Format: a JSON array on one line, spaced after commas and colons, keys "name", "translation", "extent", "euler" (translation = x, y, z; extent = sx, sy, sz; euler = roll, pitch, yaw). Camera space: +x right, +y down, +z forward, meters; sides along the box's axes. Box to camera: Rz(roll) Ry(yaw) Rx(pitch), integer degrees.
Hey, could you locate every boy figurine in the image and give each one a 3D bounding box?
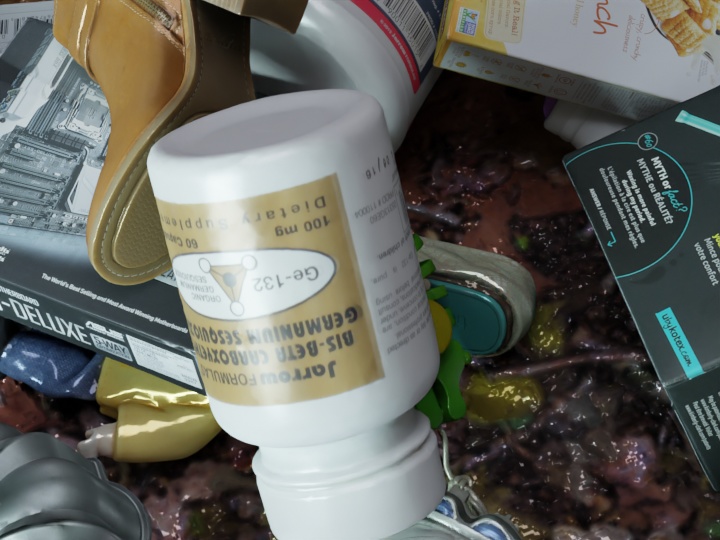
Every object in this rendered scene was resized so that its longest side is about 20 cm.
[{"name": "boy figurine", "translation": [-0.107, 0.051, 1.157], "extent": [0.200, 0.064, 0.124], "euler": [15, 57, 19]}]

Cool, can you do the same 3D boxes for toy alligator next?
[{"name": "toy alligator", "translation": [0.030, 0.037, 1.124], "extent": [0.054, 0.059, 0.200], "euler": [-31, 96, -35]}]

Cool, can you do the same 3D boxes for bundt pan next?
[{"name": "bundt pan", "translation": [-0.202, 0.157, 1.066], "extent": [0.202, 0.076, 0.202], "euler": [-11, 55, 15]}]

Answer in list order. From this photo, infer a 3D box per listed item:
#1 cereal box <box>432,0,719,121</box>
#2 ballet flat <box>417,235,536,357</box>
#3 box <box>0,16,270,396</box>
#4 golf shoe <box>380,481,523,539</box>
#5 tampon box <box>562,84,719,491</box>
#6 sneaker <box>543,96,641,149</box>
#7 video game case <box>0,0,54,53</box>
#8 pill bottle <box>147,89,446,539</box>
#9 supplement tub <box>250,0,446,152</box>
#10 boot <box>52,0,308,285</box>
[{"name": "cereal box", "translation": [0.149, -0.153, 1.180], "extent": [0.200, 0.040, 0.144], "euler": [13, 66, -6]}, {"name": "ballet flat", "translation": [0.000, 0.000, 1.190], "extent": [0.200, 0.068, 0.062], "euler": [18, 33, 12]}, {"name": "box", "translation": [-0.128, -0.037, 1.151], "extent": [0.200, 0.050, 0.158], "euler": [20, 62, 21]}, {"name": "golf shoe", "translation": [0.087, 0.178, 1.035], "extent": [0.200, 0.078, 0.097], "euler": [17, 39, 26]}, {"name": "tampon box", "translation": [0.230, -0.012, 1.096], "extent": [0.200, 0.126, 0.150], "euler": [-24, 55, 7]}, {"name": "sneaker", "translation": [0.193, -0.117, 1.239], "extent": [0.100, 0.075, 0.200], "euler": [43, 67, 9]}, {"name": "video game case", "translation": [-0.142, -0.085, 1.272], "extent": [0.200, 0.022, 0.183], "euler": [-4, 57, 2]}, {"name": "pill bottle", "translation": [-0.024, 0.024, 1.038], "extent": [0.114, 0.200, 0.114], "euler": [-13, 17, 4]}, {"name": "supplement tub", "translation": [-0.004, -0.162, 1.228], "extent": [0.140, 0.140, 0.200], "euler": [18, 51, 16]}, {"name": "boot", "translation": [-0.119, -0.103, 1.117], "extent": [0.155, 0.077, 0.200], "euler": [24, 94, 43]}]
